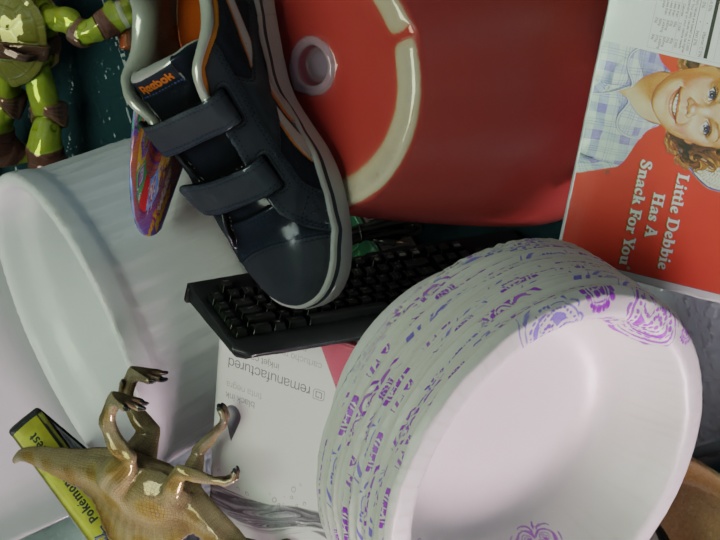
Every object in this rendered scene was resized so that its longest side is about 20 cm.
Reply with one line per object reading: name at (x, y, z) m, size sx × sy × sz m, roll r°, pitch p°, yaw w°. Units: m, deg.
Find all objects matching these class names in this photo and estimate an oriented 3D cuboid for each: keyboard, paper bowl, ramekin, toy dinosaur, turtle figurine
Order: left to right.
turtle figurine at (-0.205, -0.138, 1.629) m, size 0.199 × 0.064 × 0.162 m, roll 12°, pitch 114°, yaw 26°
toy dinosaur at (-0.127, 0.110, 1.411) m, size 0.199 × 0.058 × 0.102 m, roll 20°, pitch 112°, yaw 28°
ramekin at (-0.134, 0.018, 1.533) m, size 0.201 × 0.097 × 0.201 m, roll 50°, pitch 154°, yaw 34°
keyboard at (0.000, 0.000, 1.398) m, size 0.127 × 0.199 × 0.021 m, roll 44°, pitch 137°, yaw 53°
paper bowl at (0.065, 0.078, 1.269) m, size 0.104 × 0.200 × 0.202 m, roll 39°, pitch 122°, yaw 43°

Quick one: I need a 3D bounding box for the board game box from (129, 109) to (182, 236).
board game box at (-0.081, -0.112, 1.414) m, size 0.039 × 0.201 × 0.158 m, roll 12°, pitch 144°, yaw 7°

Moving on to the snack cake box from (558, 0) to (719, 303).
snack cake box at (0.174, -0.092, 1.285) m, size 0.114 × 0.067 × 0.201 m, roll 14°, pitch 109°, yaw 8°

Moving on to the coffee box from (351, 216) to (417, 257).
coffee box at (-0.045, -0.040, 1.526) m, size 0.123 × 0.044 × 0.201 m, roll -43°, pitch 71°, yaw 37°

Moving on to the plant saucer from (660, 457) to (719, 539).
plant saucer at (0.167, 0.189, 1.392) m, size 0.199 × 0.035 × 0.202 m, roll 9°, pitch 105°, yaw 40°

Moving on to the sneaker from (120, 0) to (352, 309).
sneaker at (-0.071, -0.072, 1.287) m, size 0.078 × 0.079 × 0.201 m, roll -23°, pitch 85°, yaw 40°

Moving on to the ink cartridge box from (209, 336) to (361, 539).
ink cartridge box at (-0.004, 0.118, 1.416) m, size 0.146 × 0.083 × 0.201 m, roll 17°, pitch 113°, yaw 32°

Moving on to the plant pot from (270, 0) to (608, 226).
plant pot at (0.031, -0.113, 1.359) m, size 0.199 × 0.177 × 0.202 m, roll 9°, pitch 104°, yaw 40°

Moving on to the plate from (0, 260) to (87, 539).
plate at (-0.275, 0.096, 1.648) m, size 0.032 × 0.199 × 0.201 m, roll -118°, pitch 2°, yaw -65°

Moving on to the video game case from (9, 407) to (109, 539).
video game case at (-0.126, 0.182, 1.555) m, size 0.025 × 0.200 × 0.181 m, roll -38°, pitch 68°, yaw -3°

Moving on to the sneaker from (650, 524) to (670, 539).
sneaker at (0.138, 0.235, 1.363) m, size 0.115 × 0.075 × 0.201 m, roll -32°, pitch 68°, yaw 45°
